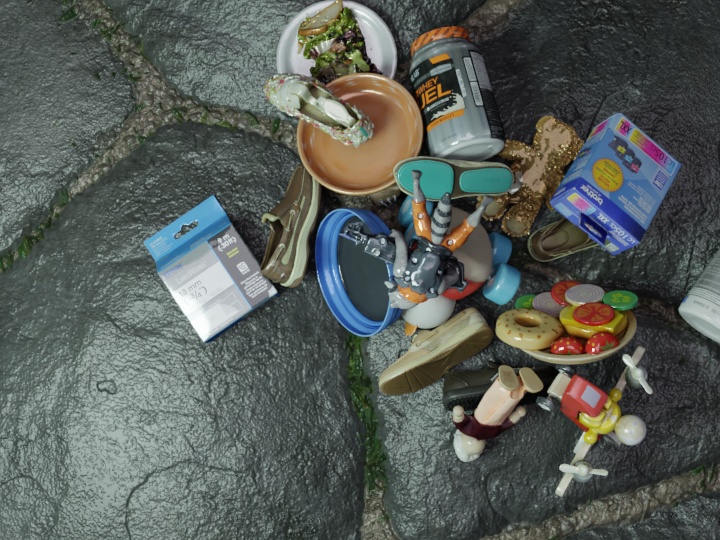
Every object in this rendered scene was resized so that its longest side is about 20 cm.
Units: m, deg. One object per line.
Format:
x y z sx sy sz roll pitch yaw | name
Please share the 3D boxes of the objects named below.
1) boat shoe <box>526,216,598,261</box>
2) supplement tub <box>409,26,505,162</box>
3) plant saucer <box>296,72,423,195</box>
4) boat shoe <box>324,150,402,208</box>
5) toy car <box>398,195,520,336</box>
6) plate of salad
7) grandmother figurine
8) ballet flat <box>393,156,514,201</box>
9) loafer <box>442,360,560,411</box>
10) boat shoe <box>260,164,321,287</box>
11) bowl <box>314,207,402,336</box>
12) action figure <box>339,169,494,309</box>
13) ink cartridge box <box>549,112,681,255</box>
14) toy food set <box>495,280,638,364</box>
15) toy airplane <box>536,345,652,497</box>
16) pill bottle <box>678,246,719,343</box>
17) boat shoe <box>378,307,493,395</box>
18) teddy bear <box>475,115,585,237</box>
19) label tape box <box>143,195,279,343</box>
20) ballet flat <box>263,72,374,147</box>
0.366 -0.071 1.475 0.202 0.075 0.075 -30 86 -2 | boat shoe
0.148 -0.273 1.462 0.122 0.123 0.200 -14 77 0 | supplement tub
0.001 -0.211 1.452 0.200 0.037 0.201 -2 77 9 | plant saucer
0.037 -0.139 1.492 0.200 0.072 0.073 13 91 11 | boat shoe
0.115 0.014 1.452 0.184 0.177 0.200 27 118 -16 | toy car
-0.039 -0.349 1.513 0.200 0.048 0.201 0 86 0 | plate of salad
0.195 0.225 1.414 0.121 0.200 0.061 13 42 -12 | grandmother figurine
0.138 -0.141 1.427 0.200 0.062 0.068 3 102 -17 | ballet flat
0.223 0.170 1.459 0.199 0.073 0.071 -5 56 -10 | loafer
-0.114 -0.080 1.452 0.075 0.075 0.203 17 68 -27 | boat shoe
0.000 0.000 1.424 0.039 0.201 0.201 -16 85 -34 | bowl
0.071 -0.036 1.278 0.200 0.105 0.194 16 108 -4 | action figure
0.386 -0.121 1.418 0.136 0.076 0.200 37 68 -7 | ink cartridge box
0.321 0.076 1.419 0.200 0.198 0.049 10 123 35 | toy food set
0.366 0.228 1.391 0.141 0.199 0.200 22 118 40 | toy airplane
0.601 0.012 1.448 0.114 0.114 0.200 35 87 3 | pill bottle
0.113 0.130 1.475 0.200 0.071 0.065 -29 51 -1 | boat shoe
0.274 -0.151 1.495 0.145 0.067 0.200 19 93 11 | teddy bear
-0.244 -0.005 1.483 0.144 0.063 0.200 -34 87 -2 | label tape box
-0.067 -0.259 1.422 0.200 0.064 0.076 28 84 15 | ballet flat
